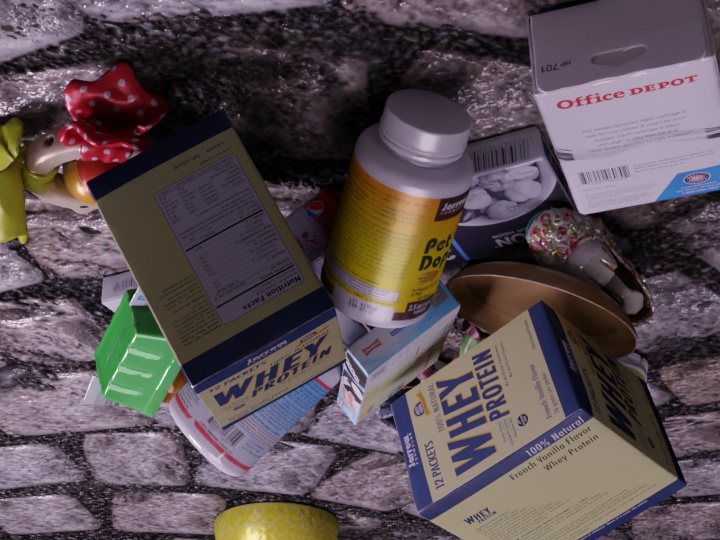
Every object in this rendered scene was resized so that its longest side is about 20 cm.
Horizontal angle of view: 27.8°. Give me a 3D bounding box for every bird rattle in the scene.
[{"bbox_3d":[-0.247,-0.106,1.306,0.199,0.113,0.163,-28,155,18],"label":"bird rattle"}]

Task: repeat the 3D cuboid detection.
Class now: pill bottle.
[{"bbox_3d":[-0.089,0.104,1.468,0.200,0.109,0.109,-44,142,2],"label":"pill bottle"},{"bbox_3d":[0.036,-0.056,1.299,0.108,0.110,0.201,7,124,-14],"label":"pill bottle"}]

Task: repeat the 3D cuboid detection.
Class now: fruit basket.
[{"bbox_3d":[-0.175,0.081,1.541,0.199,0.094,0.186,2,137,-34],"label":"fruit basket"}]

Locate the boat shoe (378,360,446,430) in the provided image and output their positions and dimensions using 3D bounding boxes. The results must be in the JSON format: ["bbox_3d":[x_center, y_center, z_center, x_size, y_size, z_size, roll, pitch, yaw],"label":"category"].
[{"bbox_3d":[0.100,0.164,1.763,0.199,0.092,0.071,20,152,-31],"label":"boat shoe"}]

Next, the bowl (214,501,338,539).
[{"bbox_3d":[-0.132,0.443,2.255,0.198,0.109,0.201,0,151,0],"label":"bowl"}]

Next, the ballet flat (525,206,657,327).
[{"bbox_3d":[0.234,-0.001,1.415,0.076,0.064,0.200,-50,136,8],"label":"ballet flat"}]

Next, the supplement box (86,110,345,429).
[{"bbox_3d":[-0.121,0.006,1.280,0.133,0.201,0.200,-28,165,-6],"label":"supplement box"}]

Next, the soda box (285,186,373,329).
[{"bbox_3d":[0.000,0.000,1.475,0.063,0.070,0.200,-37,143,7],"label":"soda box"}]

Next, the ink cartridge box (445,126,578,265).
[{"bbox_3d":[0.114,-0.052,1.427,0.196,0.044,0.200,-14,149,20],"label":"ink cartridge box"}]

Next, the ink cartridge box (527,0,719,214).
[{"bbox_3d":[0.233,-0.140,1.225,0.145,0.087,0.200,-10,149,16],"label":"ink cartridge box"}]

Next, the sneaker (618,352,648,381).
[{"bbox_3d":[0.261,0.130,1.711,0.198,0.091,0.078,14,150,-22],"label":"sneaker"}]

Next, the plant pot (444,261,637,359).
[{"bbox_3d":[0.179,0.037,1.437,0.198,0.028,0.200,17,162,6],"label":"plant pot"}]

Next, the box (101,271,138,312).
[{"bbox_3d":[-0.172,0.049,1.612,0.143,0.037,0.200,-14,149,23],"label":"box"}]

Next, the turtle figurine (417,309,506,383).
[{"bbox_3d":[0.115,0.072,1.623,0.143,0.201,0.194,32,122,-11],"label":"turtle figurine"}]

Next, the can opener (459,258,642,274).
[{"bbox_3d":[0.201,0.010,1.508,0.198,0.079,0.063,9,157,-14],"label":"can opener"}]

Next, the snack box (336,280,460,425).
[{"bbox_3d":[0.035,0.086,1.463,0.116,0.037,0.200,-36,167,-15],"label":"snack box"}]

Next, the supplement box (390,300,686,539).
[{"bbox_3d":[0.173,0.171,1.432,0.199,0.135,0.199,-36,134,22],"label":"supplement box"}]
